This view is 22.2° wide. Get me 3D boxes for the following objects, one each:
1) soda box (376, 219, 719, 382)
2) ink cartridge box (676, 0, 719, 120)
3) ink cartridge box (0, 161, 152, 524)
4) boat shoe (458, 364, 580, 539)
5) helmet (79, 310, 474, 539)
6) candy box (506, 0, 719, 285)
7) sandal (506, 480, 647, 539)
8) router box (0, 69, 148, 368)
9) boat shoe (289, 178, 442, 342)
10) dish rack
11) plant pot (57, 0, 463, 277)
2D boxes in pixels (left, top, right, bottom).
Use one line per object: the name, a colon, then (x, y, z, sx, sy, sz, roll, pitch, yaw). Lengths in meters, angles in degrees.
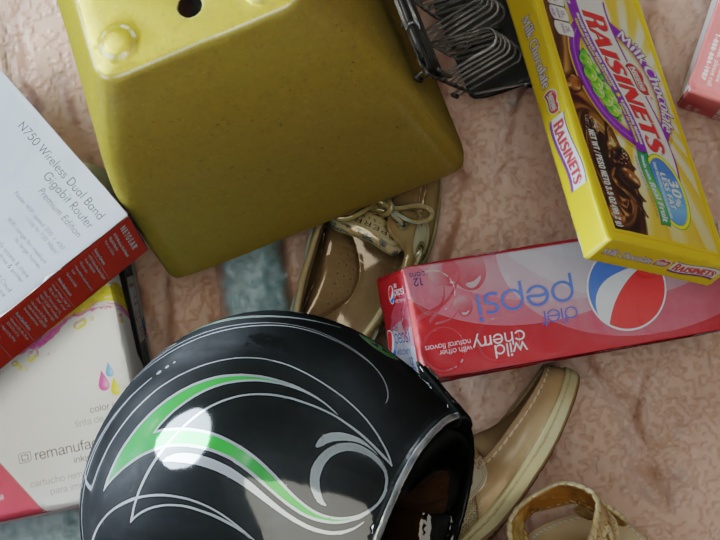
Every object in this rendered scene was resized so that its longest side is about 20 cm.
soda box: (0.115, 0.019, 1.089, 0.200, 0.063, 0.070, -9, 87, -14)
ink cartridge box: (0.307, -0.125, 1.112, 0.200, 0.067, 0.117, 20, 88, 5)
ink cartridge box: (-0.206, 0.048, 1.115, 0.147, 0.086, 0.200, -12, 88, 2)
boat shoe: (0.058, 0.132, 1.105, 0.064, 0.071, 0.200, 36, 90, 3)
helmet: (-0.053, 0.120, 0.998, 0.190, 0.200, 0.200, 19, 87, 21)
candy box: (0.147, -0.088, 1.070, 0.026, 0.102, 0.200, -38, 53, 38)
sandal: (0.113, 0.155, 1.032, 0.078, 0.212, 0.070, 31, 119, 30)
router box: (-0.253, -0.032, 1.050, 0.179, 0.049, 0.200, -40, 67, -9)
boat shoe: (0.000, 0.000, 1.119, 0.073, 0.063, 0.200, 17, 87, 4)
dish rack: (0.045, -0.175, 1.064, 0.054, 0.200, 0.154, -23, 86, 13)
plant pot: (-0.076, -0.138, 1.033, 0.194, 0.200, 0.196, -21, 71, 7)
